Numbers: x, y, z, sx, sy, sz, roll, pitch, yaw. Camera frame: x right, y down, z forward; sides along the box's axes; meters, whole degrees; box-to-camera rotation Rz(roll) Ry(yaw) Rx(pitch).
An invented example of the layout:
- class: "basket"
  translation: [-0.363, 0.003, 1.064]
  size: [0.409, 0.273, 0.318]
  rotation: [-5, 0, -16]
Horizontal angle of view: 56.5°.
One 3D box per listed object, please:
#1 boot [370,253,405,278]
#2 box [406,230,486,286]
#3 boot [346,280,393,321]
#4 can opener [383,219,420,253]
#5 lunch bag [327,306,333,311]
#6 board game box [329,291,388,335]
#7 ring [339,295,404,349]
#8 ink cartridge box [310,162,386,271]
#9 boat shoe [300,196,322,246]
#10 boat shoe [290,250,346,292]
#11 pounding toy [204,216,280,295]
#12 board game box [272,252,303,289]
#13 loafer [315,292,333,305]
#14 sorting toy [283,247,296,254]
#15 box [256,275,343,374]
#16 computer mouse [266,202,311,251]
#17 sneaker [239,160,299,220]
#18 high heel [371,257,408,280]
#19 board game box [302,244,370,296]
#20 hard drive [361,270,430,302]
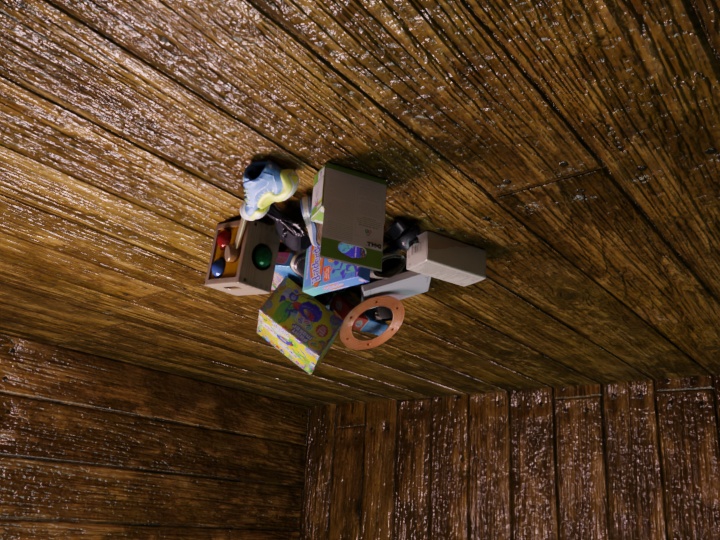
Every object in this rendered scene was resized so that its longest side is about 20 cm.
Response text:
- class: "boot"
  translation: [-0.002, -0.002, 1.669]
  size: [0.179, 0.074, 0.199]
  rotation: [-29, -157, -17]
- class: "box"
  translation: [0.221, -0.027, 1.713]
  size: [0.196, 0.080, 0.094]
  rotation: [16, 157, -30]
- class: "boot"
  translation: [0.018, 0.082, 1.921]
  size: [0.193, 0.143, 0.078]
  rotation: [-3, 164, -4]
- class: "can opener"
  translation: [0.097, -0.072, 1.666]
  size: [0.063, 0.080, 0.200]
  rotation: [-31, 173, -19]
- class: "lunch bag"
  translation: [-0.147, 0.141, 2.097]
  size: [0.123, 0.175, 0.201]
  rotation: [6, 160, 4]
- class: "board game box"
  translation: [-0.027, 0.105, 1.969]
  size: [0.151, 0.200, 0.041]
  rotation: [20, 110, -48]
- class: "ring"
  translation: [0.031, 0.143, 1.859]
  size: [0.195, 0.019, 0.204]
  rotation: [-16, 135, -16]
- class: "ink cartridge box"
  translation: [-0.027, -0.099, 1.381]
  size: [0.144, 0.206, 0.075]
  rotation: [13, 159, -23]
- class: "boat shoe"
  translation: [-0.087, -0.110, 1.556]
  size: [0.070, 0.074, 0.200]
  rotation: [-6, 163, 5]
- class: "boat shoe"
  translation: [-0.104, 0.006, 1.765]
  size: [0.064, 0.073, 0.199]
  rotation: [34, 180, 40]
- class: "pounding toy"
  translation: [-0.286, -0.051, 1.624]
  size: [0.140, 0.190, 0.197]
  rotation: [21, 163, -41]
- class: "board game box"
  translation: [-0.240, 0.002, 1.834]
  size: [0.195, 0.041, 0.154]
  rotation: [4, 153, 26]
- class: "loafer"
  translation: [-0.167, 0.040, 1.937]
  size: [0.196, 0.073, 0.063]
  rotation: [20, 161, 27]
- class: "sorting toy"
  translation: [-0.125, -0.015, 1.869]
  size: [0.195, 0.038, 0.185]
  rotation: [12, 158, -21]
- class: "box"
  translation: [-0.168, 0.153, 1.815]
  size: [0.198, 0.123, 0.193]
  rotation: [37, 156, 4]
- class: "computer mouse"
  translation: [-0.172, -0.092, 1.579]
  size: [0.137, 0.053, 0.200]
  rotation: [39, 175, 16]
- class: "sneaker"
  translation: [-0.219, -0.179, 1.415]
  size: [0.104, 0.077, 0.198]
  rotation: [32, 140, -31]
- class: "high heel"
  translation: [0.051, 0.014, 1.856]
  size: [0.194, 0.073, 0.143]
  rotation: [-3, 155, -9]
- class: "board game box"
  translation: [-0.057, -0.033, 1.640]
  size: [0.197, 0.157, 0.044]
  rotation: [-16, 152, 42]
- class: "hard drive"
  translation: [0.097, 0.049, 1.843]
  size: [0.195, 0.027, 0.133]
  rotation: [-17, 155, -8]
